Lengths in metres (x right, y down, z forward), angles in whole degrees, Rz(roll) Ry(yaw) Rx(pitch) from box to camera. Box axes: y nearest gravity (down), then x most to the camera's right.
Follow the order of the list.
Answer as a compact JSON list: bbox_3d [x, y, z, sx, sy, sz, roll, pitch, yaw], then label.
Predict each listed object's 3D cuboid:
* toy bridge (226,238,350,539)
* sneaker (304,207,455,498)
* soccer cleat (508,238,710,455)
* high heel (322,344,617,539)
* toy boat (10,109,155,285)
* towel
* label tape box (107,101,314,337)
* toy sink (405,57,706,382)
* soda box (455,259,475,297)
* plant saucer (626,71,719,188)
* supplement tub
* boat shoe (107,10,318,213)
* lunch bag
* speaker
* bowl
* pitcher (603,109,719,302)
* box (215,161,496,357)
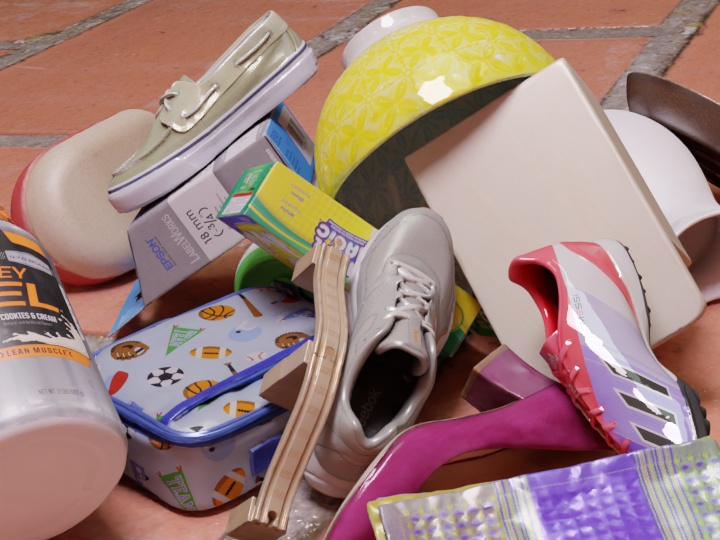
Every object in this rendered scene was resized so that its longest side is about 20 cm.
[{"bbox_3d":[-0.034,0.062,0.874,0.027,0.067,0.200,26,56,-19],"label":"toy bridge"},{"bbox_3d":[0.026,0.040,0.896,0.076,0.092,0.200,23,61,-10],"label":"sneaker"},{"bbox_3d":[0.145,0.065,0.854,0.073,0.068,0.200,-3,52,-17],"label":"soccer cleat"},{"bbox_3d":[0.064,0.126,0.840,0.096,0.067,0.200,39,58,16],"label":"high heel"},{"bbox_3d":[-0.242,-0.055,1.327,0.131,0.131,0.200,-30,6,35],"label":"toy boat"},{"bbox_3d":[0.110,0.152,0.731,0.199,0.023,0.144,-9,41,-2],"label":"towel"},{"bbox_3d":[-0.133,-0.047,1.179,0.200,0.063,0.144,-34,14,11],"label":"label tape box"},{"bbox_3d":[0.143,-0.018,1.000,0.130,0.200,0.112,-32,-19,14],"label":"toy sink"},{"bbox_3d":[0.082,-0.034,1.201,0.063,0.068,0.200,-3,22,13],"label":"soda box"},{"bbox_3d":[0.298,-0.097,1.204,0.200,0.032,0.200,33,2,-2],"label":"plant saucer"},{"bbox_3d":[-0.224,0.054,0.867,0.122,0.123,0.200,-16,51,-21],"label":"supplement tub"},{"bbox_3d":[-0.125,-0.124,1.144,0.200,0.062,0.072,-40,15,-9],"label":"boat shoe"},{"bbox_3d":[-0.075,0.077,0.970,0.200,0.076,0.160,-26,30,-37],"label":"lunch bag"},{"bbox_3d":[-0.044,-0.016,1.173,0.088,0.089,0.200,-3,22,10],"label":"speaker"},{"bbox_3d":[0.043,-0.125,1.062,0.200,0.108,0.200,-25,-18,-8],"label":"bowl"},{"bbox_3d":[0.198,-0.035,1.127,0.171,0.121,0.200,-28,37,-10],"label":"pitcher"},{"bbox_3d":[0.000,0.000,1.018,0.200,0.048,0.117,32,-7,-13],"label":"box"}]
